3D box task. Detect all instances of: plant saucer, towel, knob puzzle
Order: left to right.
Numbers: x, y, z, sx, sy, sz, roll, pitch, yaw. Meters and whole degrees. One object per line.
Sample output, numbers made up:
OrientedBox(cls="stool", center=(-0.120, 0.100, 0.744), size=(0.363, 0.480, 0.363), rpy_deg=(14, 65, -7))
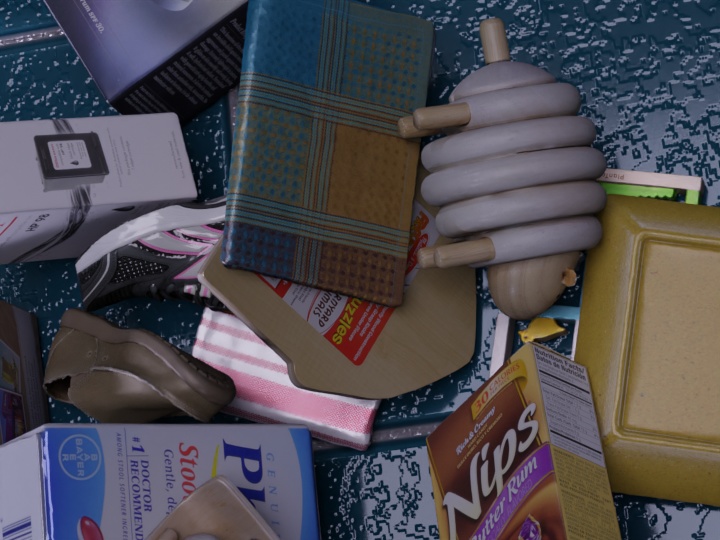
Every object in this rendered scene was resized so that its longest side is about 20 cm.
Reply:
OrientedBox(cls="towel", center=(-0.032, 0.015, 1.656), size=(0.145, 0.030, 0.202), rpy_deg=(16, 84, 15))
OrientedBox(cls="towel", center=(-0.022, -0.086, 1.563), size=(0.022, 0.146, 0.202), rpy_deg=(-12, 68, 56))
OrientedBox(cls="knob puzzle", center=(0.000, 0.000, 1.593), size=(0.030, 0.218, 0.222), rpy_deg=(-14, 70, 55))
OrientedBox(cls="plant saucer", center=(0.241, 0.053, 1.548), size=(0.198, 0.048, 0.202), rpy_deg=(7, 81, 6))

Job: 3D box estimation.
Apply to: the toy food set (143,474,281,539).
OrientedBox(cls="toy food set", center=(-0.105, 0.246, 1.458), size=(0.144, 0.060, 0.200), rpy_deg=(50, 60, -9))

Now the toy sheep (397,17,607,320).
OrientedBox(cls="toy sheep", center=(0.098, -0.068, 1.561), size=(0.137, 0.138, 0.202), rpy_deg=(-7, 92, 13))

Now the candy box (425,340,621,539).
OrientedBox(cls="candy box", center=(0.105, 0.159, 1.504), size=(0.117, 0.056, 0.201), rpy_deg=(-46, 33, 32))

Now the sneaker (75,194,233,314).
OrientedBox(cls="sneaker", center=(-0.101, -0.004, 1.618), size=(0.199, 0.080, 0.087), rpy_deg=(-21, 78, 8))

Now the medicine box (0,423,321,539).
OrientedBox(cls="medicine box", center=(-0.132, 0.198, 1.552), size=(0.198, 0.103, 0.184), rpy_deg=(2, 76, -29))

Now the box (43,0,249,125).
OrientedBox(cls="box", center=(-0.133, -0.238, 1.684), size=(0.198, 0.123, 0.201), rpy_deg=(-36, 73, 4))

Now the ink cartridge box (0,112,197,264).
OrientedBox(cls="ink cartridge box", center=(-0.228, -0.053, 1.619), size=(0.199, 0.116, 0.067), rpy_deg=(-6, 74, -33))

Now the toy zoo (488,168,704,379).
OrientedBox(cls="toy zoo", center=(0.159, 0.030, 1.604), size=(0.130, 0.020, 0.202), rpy_deg=(5, 80, 16))

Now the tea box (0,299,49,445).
OrientedBox(cls="tea box", center=(-0.326, 0.134, 1.651), size=(0.195, 0.134, 0.202), rpy_deg=(-11, 77, 13))

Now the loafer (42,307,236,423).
OrientedBox(cls="loafer", center=(-0.154, 0.079, 1.613), size=(0.199, 0.076, 0.068), rpy_deg=(14, 75, 57))
